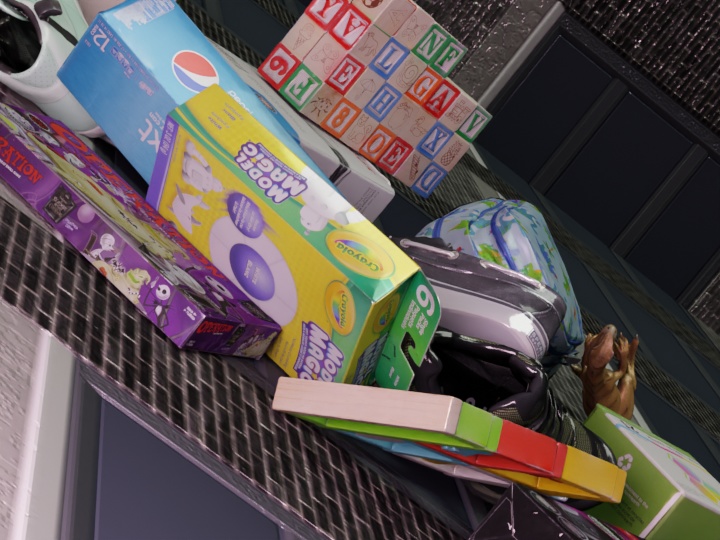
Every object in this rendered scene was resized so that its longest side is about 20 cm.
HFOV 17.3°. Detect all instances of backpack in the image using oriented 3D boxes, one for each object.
[{"bbox_3d":[0.098,0.021,1.786,0.200,0.153,0.164,-10,81,-61],"label":"backpack"}]

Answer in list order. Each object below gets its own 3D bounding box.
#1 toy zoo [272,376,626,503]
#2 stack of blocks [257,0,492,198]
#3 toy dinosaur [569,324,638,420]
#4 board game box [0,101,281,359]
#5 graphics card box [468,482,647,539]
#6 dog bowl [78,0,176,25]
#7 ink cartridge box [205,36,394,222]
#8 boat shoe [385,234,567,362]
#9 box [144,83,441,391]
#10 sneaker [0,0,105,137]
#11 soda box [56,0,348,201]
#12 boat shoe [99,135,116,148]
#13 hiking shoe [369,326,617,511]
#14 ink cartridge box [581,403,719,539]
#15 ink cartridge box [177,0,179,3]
[{"bbox_3d":[0.061,0.101,1.352,0.131,0.021,0.199,4,-14,43],"label":"toy zoo"},{"bbox_3d":[0.024,-0.146,1.826,0.059,0.115,0.200,44,7,34],"label":"stack of blocks"},{"bbox_3d":[0.194,0.112,1.835,0.107,0.060,0.201,-84,157,-48],"label":"toy dinosaur"},{"bbox_3d":[-0.141,-0.025,1.371,0.200,0.032,0.120,42,5,17],"label":"board game box"},{"bbox_3d":[0.161,0.200,1.414,0.125,0.051,0.200,44,11,36],"label":"graphics card box"},{"bbox_3d":[-0.211,-0.265,1.713,0.200,0.200,0.079,35,11,-26],"label":"dog bowl"},{"bbox_3d":[-0.084,-0.095,1.757,0.145,0.084,0.200,45,10,30],"label":"ink cartridge box"},{"bbox_3d":[0.038,0.009,1.538,0.199,0.068,0.072,16,-44,25],"label":"boat shoe"},{"bbox_3d":[-0.042,-0.003,1.399,0.200,0.118,0.048,40,52,17],"label":"box"},{"bbox_3d":[-0.238,-0.181,1.574,0.201,0.074,0.118,48,5,30],"label":"sneaker"},{"bbox_3d":[-0.097,-0.079,1.496,0.200,0.068,0.064,50,43,7],"label":"soda box"},{"bbox_3d":[-0.121,-0.082,1.606,0.200,0.069,0.057,41,8,23],"label":"boat shoe"},{"bbox_3d":[0.091,0.095,1.460,0.199,0.076,0.100,29,-19,-24],"label":"hiking shoe"},{"bbox_3d":[0.237,0.198,1.651,0.148,0.076,0.200,29,13,-50],"label":"ink cartridge box"},{"bbox_3d":[-0.218,-0.275,1.859,0.200,0.148,0.076,28,15,-48],"label":"ink cartridge box"}]
